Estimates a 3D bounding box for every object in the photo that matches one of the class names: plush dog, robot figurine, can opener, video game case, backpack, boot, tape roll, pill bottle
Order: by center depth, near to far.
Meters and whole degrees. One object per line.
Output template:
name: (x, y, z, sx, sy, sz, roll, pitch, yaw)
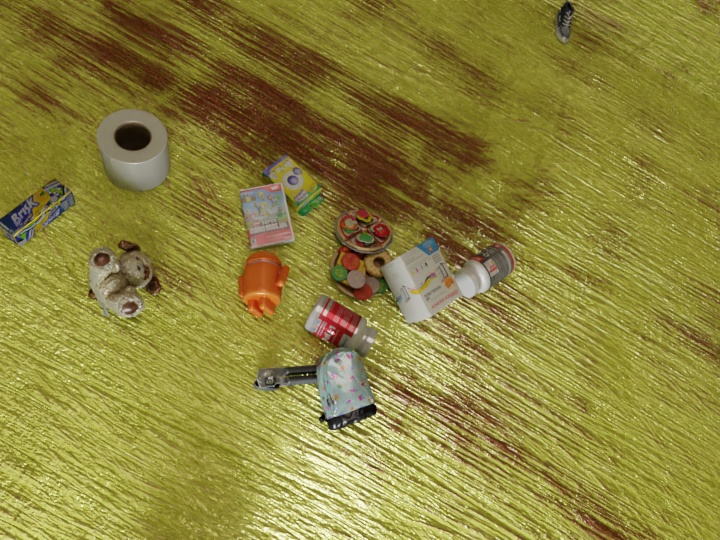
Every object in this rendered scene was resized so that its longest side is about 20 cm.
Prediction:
backpack: (-0.042, 0.313, 1.512, 0.164, 0.126, 0.205, -13, 82, -28)
plush dog: (-0.645, 0.018, 1.517, 0.171, 0.159, 0.203, -39, 107, -44)
can opener: (-0.200, 0.298, 1.538, 0.196, 0.067, 0.054, 2, 61, -31)
pill bottle: (-0.054, 0.165, 1.607, 0.197, 0.113, 0.113, 29, 59, 1)
robot figurine: (-0.282, 0.031, 1.608, 0.114, 0.144, 0.204, 13, 58, -28)
tape roll: (-0.685, -0.364, 1.682, 0.198, 0.140, 0.207, 7, 62, -12)
video game case: (-0.294, -0.172, 1.742, 0.140, 0.017, 0.204, -12, 72, -10)
pill bottle: (0.408, 0.001, 1.827, 0.198, 0.116, 0.117, -30, 74, -28)
boot: (0.970, -1.180, 2.623, 0.071, 0.091, 0.204, 8, 61, -12)

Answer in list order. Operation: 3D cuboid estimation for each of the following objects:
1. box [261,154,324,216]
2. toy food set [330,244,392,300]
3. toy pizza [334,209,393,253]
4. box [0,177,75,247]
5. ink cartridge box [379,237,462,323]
box: (-0.218, -0.278, 1.829, 0.200, 0.049, 0.117, 44, 61, 7)
toy food set: (0.000, 0.000, 1.747, 0.196, 0.049, 0.201, 23, 59, -4)
toy pizza: (0.014, -0.135, 1.802, 0.195, 0.032, 0.203, 9, 46, -9)
box: (-0.908, -0.164, 1.556, 0.069, 0.065, 0.201, 35, 59, 4)
ink cartridge box: (0.185, 0.034, 1.702, 0.146, 0.144, 0.203, -28, 89, -27)
